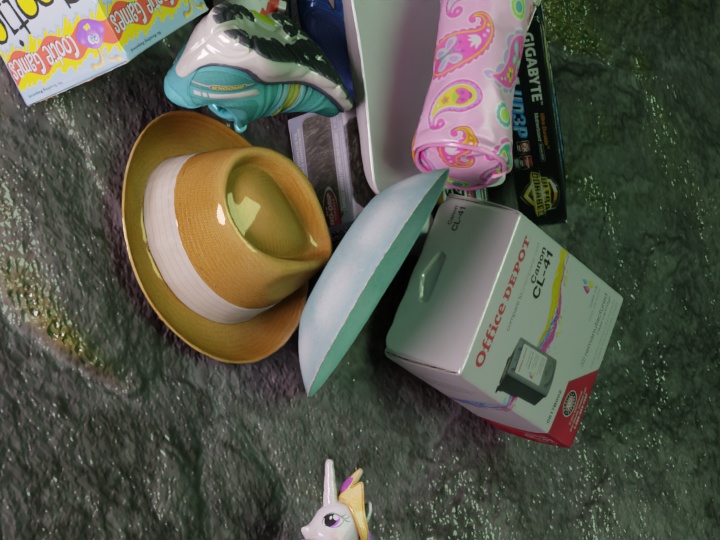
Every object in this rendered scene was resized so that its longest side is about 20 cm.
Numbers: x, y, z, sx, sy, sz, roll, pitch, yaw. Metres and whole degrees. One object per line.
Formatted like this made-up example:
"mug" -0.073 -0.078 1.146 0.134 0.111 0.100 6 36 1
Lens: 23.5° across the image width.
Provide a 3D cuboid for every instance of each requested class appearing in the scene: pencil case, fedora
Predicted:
"pencil case" 0.095 -0.167 1.370 0.087 0.087 0.202 33 60 -42
"fedora" -0.083 -0.031 1.253 0.200 0.081 0.203 23 60 -48

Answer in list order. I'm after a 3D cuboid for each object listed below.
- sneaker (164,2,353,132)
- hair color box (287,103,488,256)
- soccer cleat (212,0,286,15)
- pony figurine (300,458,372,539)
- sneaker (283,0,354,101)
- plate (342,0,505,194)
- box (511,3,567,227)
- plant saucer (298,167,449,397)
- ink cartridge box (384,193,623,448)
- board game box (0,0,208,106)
"sneaker" -0.074 -0.141 1.257 0.078 0.080 0.199 53 20 21
"hair color box" 0.029 -0.071 1.438 0.199 0.060 0.100 7 72 -51
"soccer cleat" -0.095 -0.229 1.335 0.084 0.069 0.202 15 78 -8
"pony figurine" -0.027 0.255 1.191 0.199 0.166 0.194 -36 99 -36
"sneaker" -0.019 -0.234 1.410 0.078 0.089 0.202 -32 103 -52
"plate" 0.046 -0.163 1.402 0.199 0.032 0.202 -9 92 -55
"box" 0.151 -0.163 1.556 0.159 0.045 0.202 -82 162 -60
"plant saucer" 0.000 0.000 1.299 0.038 0.202 0.201 32 42 4
"ink cartridge box" 0.125 0.046 1.453 0.200 0.085 0.149 34 74 -51
"board game box" -0.206 -0.231 1.147 0.105 0.102 0.201 -44 113 -50
